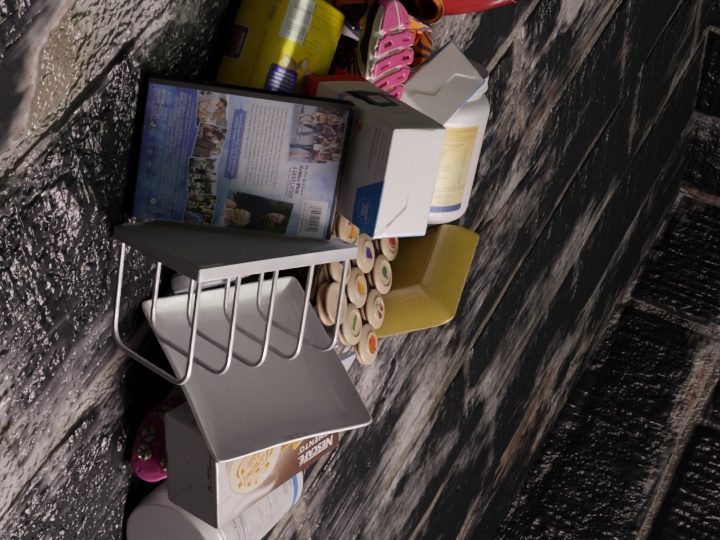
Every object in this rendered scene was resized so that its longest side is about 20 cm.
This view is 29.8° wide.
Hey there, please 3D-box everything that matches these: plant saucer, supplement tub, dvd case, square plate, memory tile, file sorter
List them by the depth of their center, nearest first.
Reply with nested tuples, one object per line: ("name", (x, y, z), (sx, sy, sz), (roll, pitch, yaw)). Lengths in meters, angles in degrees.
("dvd case", (-0.114, -0.107, 1.304), (0.018, 0.200, 0.143), (-107, -154, -65))
("file sorter", (-0.128, 0.022, 1.344), (0.200, 0.139, 0.125), (-10, 115, -43))
("square plate", (-0.111, 0.103, 1.430), (0.200, 0.198, 0.028), (-10, 149, -37))
("supplement tub", (-0.169, 0.278, 1.606), (0.200, 0.132, 0.132), (-39, 145, -52))
("memory tile", (0.000, 0.000, 1.633), (0.153, 0.017, 0.200), (52, 42, -48))
("plant saucer", (0.041, 0.010, 1.773), (0.049, 0.200, 0.200), (63, 29, -27))
("supplement tub", (0.089, -0.177, 1.785), (0.144, 0.144, 0.200), (-34, 141, -56))

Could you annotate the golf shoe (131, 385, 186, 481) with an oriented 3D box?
("golf shoe", (-0.186, 0.153, 1.530), (0.200, 0.075, 0.092), (-54, 178, -10))

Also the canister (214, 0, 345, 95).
("canister", (-0.094, -0.189, 1.399), (0.148, 0.086, 0.200), (10, 100, -70))

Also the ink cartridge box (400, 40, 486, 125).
("ink cartridge box", (0.044, -0.176, 1.600), (0.115, 0.068, 0.200), (-46, -172, -37))

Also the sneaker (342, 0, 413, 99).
("sneaker", (-0.001, -0.203, 1.466), (0.074, 0.087, 0.200), (-28, 135, -46))

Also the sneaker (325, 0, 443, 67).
("sneaker", (0.053, -0.275, 1.520), (0.200, 0.112, 0.078), (14, 80, -57))

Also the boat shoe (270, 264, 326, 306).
("boat shoe", (-0.070, -0.019, 1.658), (0.074, 0.076, 0.200), (-51, 162, -50))

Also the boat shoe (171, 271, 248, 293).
("boat shoe", (-0.141, -0.019, 1.494), (0.200, 0.069, 0.057), (-21, 95, -55))

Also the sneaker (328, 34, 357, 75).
("sneaker", (-0.024, -0.197, 1.587), (0.201, 0.067, 0.090), (-67, 154, -14))

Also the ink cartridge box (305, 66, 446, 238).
("ink cartridge box", (-0.005, -0.124, 1.369), (0.067, 0.200, 0.116), (-6, 118, -34))

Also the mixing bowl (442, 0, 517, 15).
("mixing bowl", (0.089, -0.373, 1.579), (0.108, 0.200, 0.200), (-29, 168, 17))

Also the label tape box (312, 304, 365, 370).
("label tape box", (-0.074, 0.117, 1.635), (0.143, 0.066, 0.200), (-59, 166, 23))

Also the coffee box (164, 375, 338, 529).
("coffee box", (-0.115, 0.176, 1.481), (0.200, 0.080, 0.115), (-28, 131, -44))

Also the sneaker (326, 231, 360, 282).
("sneaker", (-0.017, -0.057, 1.735), (0.090, 0.078, 0.200), (-6, 116, -71))
